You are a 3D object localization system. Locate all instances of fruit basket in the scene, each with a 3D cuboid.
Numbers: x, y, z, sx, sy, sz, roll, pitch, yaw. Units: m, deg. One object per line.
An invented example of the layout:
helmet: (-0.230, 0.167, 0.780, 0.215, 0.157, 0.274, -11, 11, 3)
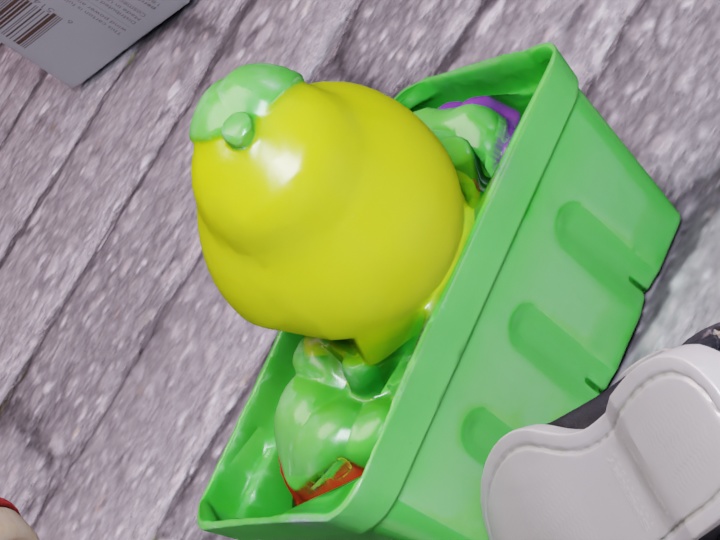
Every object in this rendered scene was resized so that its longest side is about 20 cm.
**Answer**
fruit basket: (0.000, 0.000, 1.105, 0.155, 0.215, 0.217, -12, 49, 61)

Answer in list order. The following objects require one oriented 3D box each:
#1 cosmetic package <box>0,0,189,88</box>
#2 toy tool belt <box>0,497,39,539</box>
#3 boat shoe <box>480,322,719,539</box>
cosmetic package: (-0.181, -0.262, 1.911, 0.166, 0.167, 0.201, -30, 35, 52)
toy tool belt: (-0.184, 0.217, 1.362, 0.123, 0.125, 0.201, 40, 102, 37)
boat shoe: (0.099, 0.064, 0.990, 0.060, 0.074, 0.200, -22, -14, -26)
